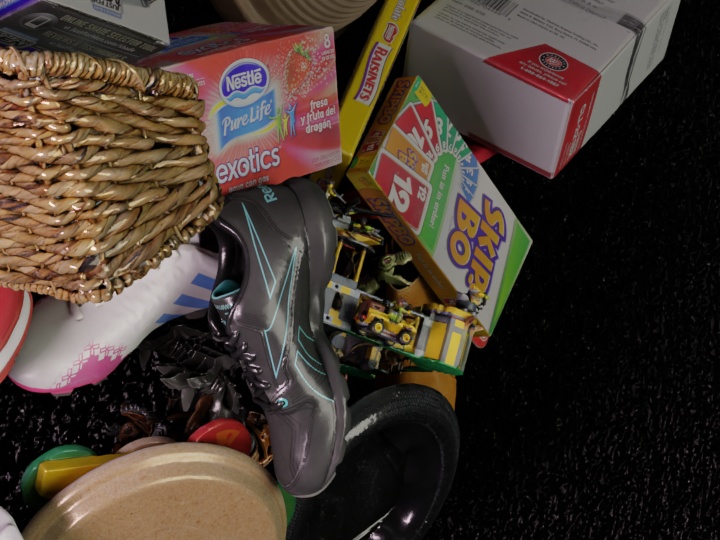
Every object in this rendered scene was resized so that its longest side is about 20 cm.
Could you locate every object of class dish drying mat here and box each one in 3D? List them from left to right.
[{"bbox_3d":[0.052,-0.077,1.490,0.200,0.077,0.018,-30,109,-48],"label":"dish drying mat"}]

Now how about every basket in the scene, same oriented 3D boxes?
[{"bbox_3d":[-0.183,-0.086,1.059,0.143,0.199,0.150,-41,127,-41],"label":"basket"}]

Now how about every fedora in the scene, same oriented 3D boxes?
[{"bbox_3d":[-0.018,0.146,1.401,0.200,0.092,0.201,-31,142,-28],"label":"fedora"}]

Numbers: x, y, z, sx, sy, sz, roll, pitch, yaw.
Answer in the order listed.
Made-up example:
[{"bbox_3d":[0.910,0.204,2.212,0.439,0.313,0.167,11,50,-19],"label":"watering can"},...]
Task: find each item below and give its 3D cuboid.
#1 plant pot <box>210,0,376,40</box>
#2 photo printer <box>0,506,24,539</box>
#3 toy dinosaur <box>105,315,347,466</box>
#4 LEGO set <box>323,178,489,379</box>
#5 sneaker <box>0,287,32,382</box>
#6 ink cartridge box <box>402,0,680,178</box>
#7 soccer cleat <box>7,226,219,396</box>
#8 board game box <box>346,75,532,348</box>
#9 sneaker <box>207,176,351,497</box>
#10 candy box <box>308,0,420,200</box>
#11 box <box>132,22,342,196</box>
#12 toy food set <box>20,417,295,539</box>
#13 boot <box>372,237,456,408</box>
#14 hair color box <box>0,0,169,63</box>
[{"bbox_3d":[-0.021,-0.251,1.345,0.201,0.092,0.202,-14,108,-53],"label":"plant pot"},{"bbox_3d":[-0.258,0.250,1.106,0.200,0.069,0.167,-37,123,-31],"label":"photo printer"},{"bbox_3d":[-0.107,0.102,1.283,0.200,0.102,0.136,-32,123,-41],"label":"toy dinosaur"},{"bbox_3d":[0.000,0.000,1.342,0.153,0.200,0.116,19,78,-16],"label":"LEGO set"},{"bbox_3d":[-0.268,0.036,1.071,0.200,0.078,0.116,-52,136,-37],"label":"sneaker"},{"bbox_3d":[0.145,-0.182,1.527,0.200,0.144,0.084,-46,156,-39],"label":"ink cartridge box"},{"bbox_3d":[-0.144,0.005,1.218,0.200,0.070,0.087,-30,147,-42],"label":"soccer cleat"},{"bbox_3d":[0.065,-0.039,1.424,0.200,0.030,0.096,54,50,-37],"label":"board game box"},{"bbox_3d":[-0.058,0.044,1.212,0.079,0.075,0.201,-7,93,-32],"label":"sneaker"},{"bbox_3d":[0.012,-0.154,1.416,0.102,0.026,0.201,127,-13,-70],"label":"candy box"},{"bbox_3d":[-0.112,-0.098,1.241,0.200,0.102,0.095,-22,113,-49],"label":"box"},{"bbox_3d":[-0.134,0.179,1.234,0.199,0.049,0.199,-2,126,-29],"label":"toy food set"},{"bbox_3d":[0.036,0.057,1.472,0.144,0.070,0.202,72,28,-56],"label":"boot"},{"bbox_3d":[-0.176,-0.222,1.108,0.109,0.065,0.201,14,61,-54],"label":"hair color box"}]
